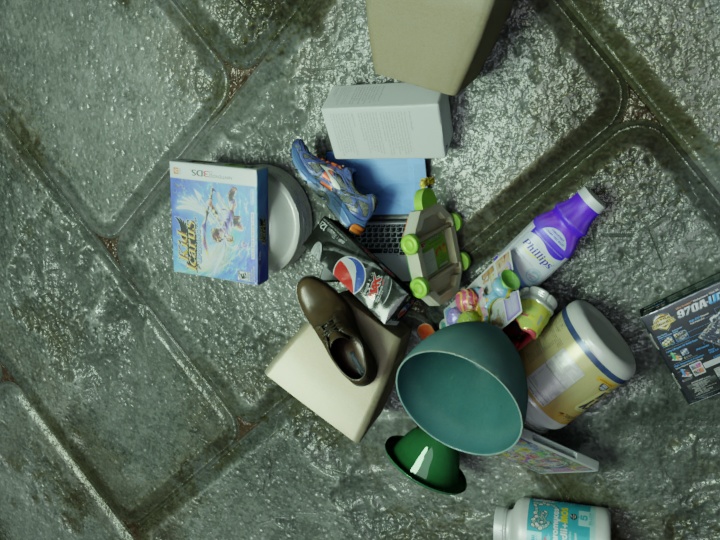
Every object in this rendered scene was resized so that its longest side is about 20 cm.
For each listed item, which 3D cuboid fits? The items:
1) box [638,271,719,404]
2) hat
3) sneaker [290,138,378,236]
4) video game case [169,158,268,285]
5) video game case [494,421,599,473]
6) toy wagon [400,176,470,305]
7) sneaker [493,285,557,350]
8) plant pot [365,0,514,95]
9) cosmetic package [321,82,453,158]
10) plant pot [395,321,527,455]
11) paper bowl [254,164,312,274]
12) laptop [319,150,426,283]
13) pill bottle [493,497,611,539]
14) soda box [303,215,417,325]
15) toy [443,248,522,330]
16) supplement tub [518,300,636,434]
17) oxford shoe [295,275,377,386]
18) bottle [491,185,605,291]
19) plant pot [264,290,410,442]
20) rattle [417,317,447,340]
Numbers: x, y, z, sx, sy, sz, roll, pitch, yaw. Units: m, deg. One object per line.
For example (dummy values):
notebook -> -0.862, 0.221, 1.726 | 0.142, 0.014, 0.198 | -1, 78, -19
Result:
box -> 0.553, 0.091, 0.987 | 0.198, 0.046, 0.161 | -32, 91, 26
hat -> 0.145, 0.270, 1.139 | 0.163, 0.200, 0.179 | 26, 99, 15
sneaker -> -0.044, -0.153, 1.107 | 0.078, 0.075, 0.201 | -42, 80, 4
video game case -> -0.250, -0.087, 1.148 | 0.177, 0.045, 0.205 | 8, 107, 21
video game case -> 0.274, 0.298, 1.082 | 0.197, 0.018, 0.143 | 26, 153, -19
toy wagon -> 0.118, -0.050, 1.062 | 0.039, 0.154, 0.205 | -5, 103, 39
sneaker -> 0.232, 0.097, 1.061 | 0.077, 0.091, 0.200 | 33, 148, -8
plant pot -> 0.115, -0.375, 0.962 | 0.196, 0.200, 0.180 | 20, 122, 15
cosmetic package -> 0.046, -0.245, 1.064 | 0.195, 0.072, 0.103 | 4, 138, 21
plant pot -> 0.169, 0.157, 0.986 | 0.197, 0.135, 0.203 | 19, 133, 21
paper bowl -> -0.196, -0.090, 1.207 | 0.196, 0.104, 0.206 | 6, 105, 21
laptop -> 0.018, -0.094, 1.112 | 0.183, 0.203, 0.117 | 0, 147, 22
pill bottle -> 0.336, 0.464, 1.142 | 0.196, 0.111, 0.114 | -1, 105, 22
soda box -> 0.000, 0.000, 1.068 | 0.200, 0.071, 0.064 | 43, 100, 20
toy -> 0.181, 0.063, 1.058 | 0.046, 0.117, 0.200 | 15, 142, -24
supplement tub -> 0.321, 0.161, 1.046 | 0.145, 0.144, 0.200 | 46, 116, 4
oxford shoe -> -0.039, 0.089, 1.025 | 0.072, 0.084, 0.201 | -37, 79, 1
bottle -> 0.301, -0.047, 1.040 | 0.084, 0.065, 0.200 | 44, 115, 2
plant pot -> -0.018, 0.147, 1.150 | 0.198, 0.200, 0.179 | 34, 100, 9
rattle -> 0.169, 0.200, 1.182 | 0.130, 0.143, 0.200 | -41, 70, -6
